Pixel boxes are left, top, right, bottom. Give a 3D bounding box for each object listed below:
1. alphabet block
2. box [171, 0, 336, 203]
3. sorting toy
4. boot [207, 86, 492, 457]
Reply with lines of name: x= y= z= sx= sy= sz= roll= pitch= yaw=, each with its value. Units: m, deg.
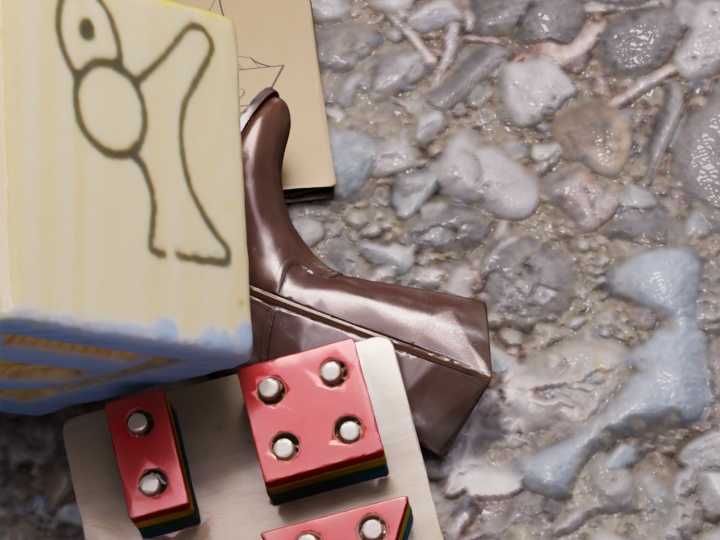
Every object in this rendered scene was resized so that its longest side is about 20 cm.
alphabet block: x=-0.191 y=-0.040 z=1.429 sx=0.196 sy=0.195 sz=0.201 roll=-14 pitch=72 yaw=38
box: x=-0.106 y=-0.126 z=1.668 sx=0.163 sy=0.021 sz=0.201 roll=-7 pitch=59 yaw=-1
sorting toy: x=-0.057 y=0.146 z=1.447 sx=0.199 sy=0.070 sz=0.200 roll=-15 pitch=69 yaw=0
boot: x=0.000 y=0.000 z=1.549 sx=0.199 sy=0.064 sz=0.187 roll=15 pitch=85 yaw=15
